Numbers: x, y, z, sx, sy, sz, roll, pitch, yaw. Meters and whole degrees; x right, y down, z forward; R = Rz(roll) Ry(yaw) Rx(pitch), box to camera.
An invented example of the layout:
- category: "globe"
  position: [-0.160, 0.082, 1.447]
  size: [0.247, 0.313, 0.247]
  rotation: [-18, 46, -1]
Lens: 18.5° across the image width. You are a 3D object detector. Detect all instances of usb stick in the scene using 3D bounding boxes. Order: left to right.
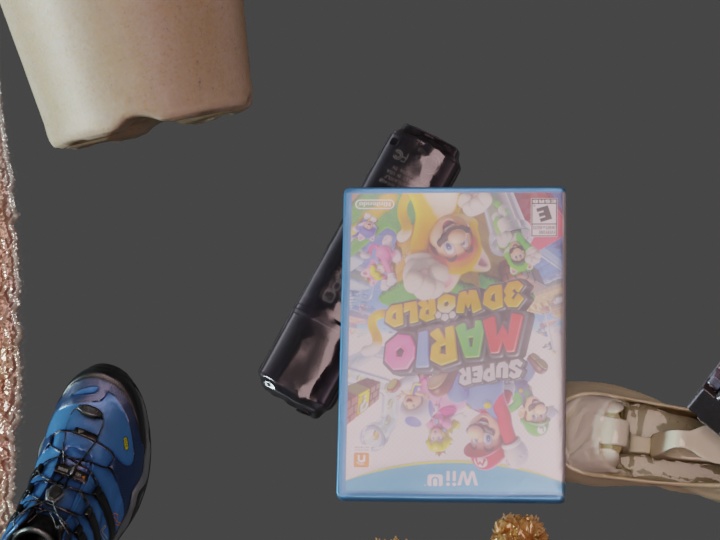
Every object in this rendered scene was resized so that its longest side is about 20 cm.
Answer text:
- category: "usb stick"
  position: [0.000, 0.000, 1.437]
  size: [0.055, 0.033, 0.200]
  rotation: [27, 83, 14]

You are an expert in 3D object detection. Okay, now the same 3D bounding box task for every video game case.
- category: "video game case"
  position: [0.058, 0.046, 1.394]
  size: [0.143, 0.018, 0.200]
  rotation: [0, 78, 6]

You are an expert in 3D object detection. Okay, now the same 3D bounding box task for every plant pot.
- category: "plant pot"
  position: [-0.152, -0.178, 1.406]
  size: [0.200, 0.200, 0.184]
  rotation: [-12, 92, 1]

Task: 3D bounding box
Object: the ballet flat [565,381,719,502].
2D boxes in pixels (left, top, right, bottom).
- category: "ballet flat"
  position: [0.181, 0.106, 1.395]
  size: [0.200, 0.069, 0.070]
  rotation: [8, 81, 4]

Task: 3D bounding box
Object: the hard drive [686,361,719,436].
- category: "hard drive"
  position: [0.315, 0.101, 1.369]
  size: [0.200, 0.038, 0.140]
  rotation: [38, 48, 6]

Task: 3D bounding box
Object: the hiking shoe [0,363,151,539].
- category: "hiking shoe"
  position: [-0.183, 0.155, 1.392]
  size: [0.074, 0.087, 0.200]
  rotation: [14, 82, 5]

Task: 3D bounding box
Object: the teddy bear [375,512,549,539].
- category: "teddy bear"
  position: [0.044, 0.231, 1.380]
  size: [0.200, 0.067, 0.145]
  rotation: [-7, 83, 2]
